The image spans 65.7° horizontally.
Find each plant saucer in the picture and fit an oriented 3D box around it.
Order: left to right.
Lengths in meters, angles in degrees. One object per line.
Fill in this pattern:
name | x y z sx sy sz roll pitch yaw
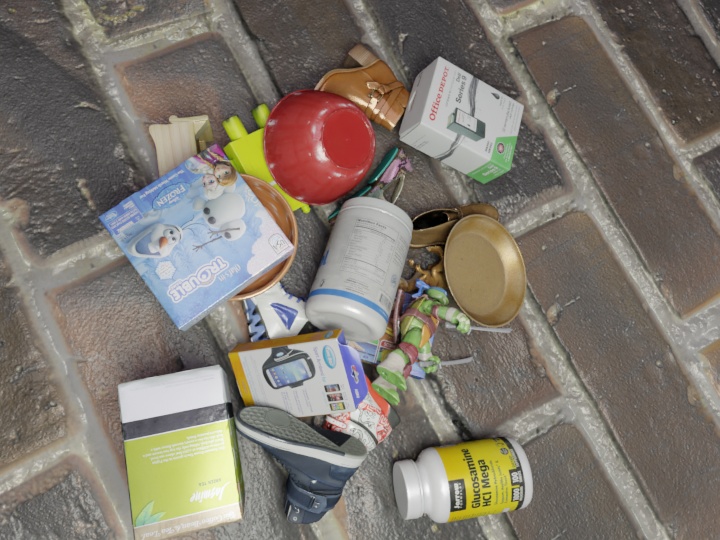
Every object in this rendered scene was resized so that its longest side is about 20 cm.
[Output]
plant saucer | -0.196 -0.050 0.859 0.199 0.037 0.201 1 80 -8
plant saucer | 0.213 0.002 0.984 0.200 0.035 0.201 9 73 -32

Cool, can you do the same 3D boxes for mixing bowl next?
mixing bowl | -0.049 -0.211 0.927 0.200 0.108 0.201 -2 93 -33

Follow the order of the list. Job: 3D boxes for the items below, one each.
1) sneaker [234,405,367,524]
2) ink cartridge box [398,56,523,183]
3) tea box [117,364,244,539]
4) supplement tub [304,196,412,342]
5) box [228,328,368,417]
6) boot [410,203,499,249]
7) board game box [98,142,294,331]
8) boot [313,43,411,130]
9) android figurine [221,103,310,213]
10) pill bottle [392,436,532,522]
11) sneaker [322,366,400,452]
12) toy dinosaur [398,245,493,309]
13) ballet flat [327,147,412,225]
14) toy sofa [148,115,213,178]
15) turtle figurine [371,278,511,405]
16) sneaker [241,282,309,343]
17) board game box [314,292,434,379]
sneaker | -0.110 0.292 0.822 0.202 0.077 0.146 25 107 -13
ink cartridge box | 0.188 -0.274 1.032 0.199 0.084 0.146 22 73 -20
tea box | -0.240 0.246 0.778 0.133 0.200 0.197 -8 79 -13
supplement tub | 0.000 0.000 0.886 0.132 0.132 0.201 20 64 -6
box | -0.087 0.157 0.834 0.199 0.041 0.119 -10 105 14
boot | 0.172 -0.086 1.009 0.199 0.075 0.074 -14 77 -16
board game box | -0.234 -0.051 0.813 0.200 0.043 0.199 -37 87 -12
boot | -0.001 -0.309 1.035 0.155 0.074 0.200 42 78 -6
android figurine | -0.152 -0.179 0.958 0.182 0.041 0.200 -38 106 -33
pill bottle | 0.158 0.332 0.880 0.199 0.112 0.113 -5 77 -12
sneaker | -0.032 0.206 0.882 0.108 0.067 0.202 -43 105 -16
toy dinosaur | 0.142 0.013 0.998 0.199 0.060 0.107 4 85 -24
ballet flat | 0.028 -0.136 1.003 0.071 0.069 0.200 47 71 -18
toy sofa | -0.285 -0.150 0.931 0.097 0.083 0.201 -10 78 -9
turtle figurine | 0.118 0.126 0.861 0.200 0.144 0.194 51 60 -14
sneaker | -0.136 0.050 0.918 0.115 0.081 0.200 -10 85 -17
board game box | 0.029 0.093 0.955 0.199 0.034 0.136 19 73 -6
